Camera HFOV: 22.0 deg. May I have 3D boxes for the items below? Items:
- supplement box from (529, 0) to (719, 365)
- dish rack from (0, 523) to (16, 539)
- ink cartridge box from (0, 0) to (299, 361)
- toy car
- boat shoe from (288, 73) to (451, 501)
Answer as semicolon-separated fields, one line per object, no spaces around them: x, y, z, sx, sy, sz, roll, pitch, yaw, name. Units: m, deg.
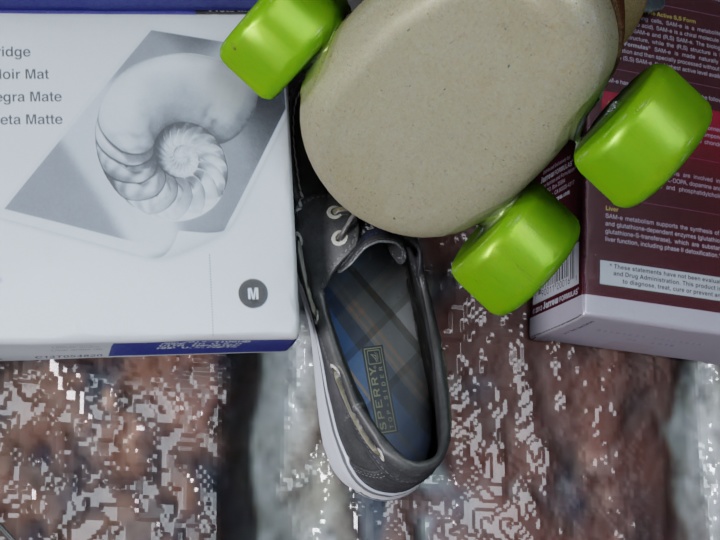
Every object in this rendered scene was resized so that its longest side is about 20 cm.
0.142;-0.063;0.894;0.108;0.061;0.202;8;75;-19;supplement box
-0.177;0.162;0.720;0.153;0.054;0.200;-44;97;-23;dish rack
-0.127;-0.063;0.786;0.198;0.041;0.202;-2;77;-13;ink cartridge box
0.066;-0.115;0.800;0.164;0.158;0.200;42;39;-6;toy car
0.000;0.000;0.819;0.069;0.066;0.202;-5;79;-22;boat shoe
